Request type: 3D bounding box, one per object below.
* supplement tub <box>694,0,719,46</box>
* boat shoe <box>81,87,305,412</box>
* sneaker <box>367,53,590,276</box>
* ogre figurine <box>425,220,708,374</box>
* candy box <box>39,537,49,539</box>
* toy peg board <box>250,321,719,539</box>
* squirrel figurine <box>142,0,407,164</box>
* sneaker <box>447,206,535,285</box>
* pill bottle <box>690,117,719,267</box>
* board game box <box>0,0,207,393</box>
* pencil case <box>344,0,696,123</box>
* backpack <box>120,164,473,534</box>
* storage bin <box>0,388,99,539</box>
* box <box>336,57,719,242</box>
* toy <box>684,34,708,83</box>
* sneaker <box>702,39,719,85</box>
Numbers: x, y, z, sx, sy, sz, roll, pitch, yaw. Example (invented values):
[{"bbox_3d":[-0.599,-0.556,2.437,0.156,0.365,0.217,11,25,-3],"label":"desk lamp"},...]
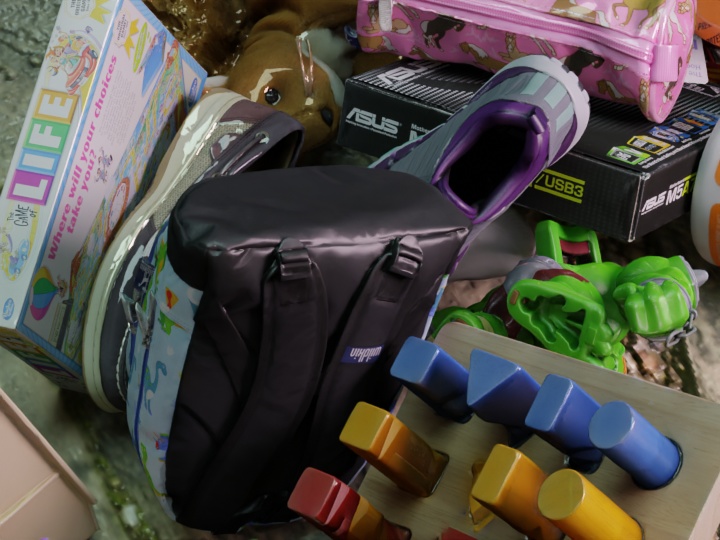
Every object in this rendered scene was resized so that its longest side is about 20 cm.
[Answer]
[{"bbox_3d":[0.260,-0.209,1.586,0.122,0.123,0.200,20,34,26],"label":"supplement tub"},{"bbox_3d":[-0.091,-0.010,1.501,0.064,0.072,0.201,11,64,30],"label":"boat shoe"},{"bbox_3d":[0.034,-0.035,1.436,0.074,0.200,0.088,43,27,0],"label":"sneaker"},{"bbox_3d":[0.104,0.025,1.445,0.120,0.200,0.099,-19,77,-54],"label":"ogre figurine"},{"bbox_3d":[-0.198,0.246,1.304,0.199,0.072,0.168,-26,47,-18],"label":"candy box"},{"bbox_3d":[0.052,0.119,1.288,0.199,0.098,0.200,17,74,43],"label":"toy peg board"},{"bbox_3d":[-0.052,-0.137,1.652,0.199,0.142,0.187,7,55,34],"label":"squirrel figurine"},{"bbox_3d":[0.000,0.000,1.536,0.199,0.075,0.089,3,54,22],"label":"sneaker"},{"bbox_3d":[0.291,-0.026,1.480,0.199,0.113,0.113,23,52,27],"label":"pill bottle"},{"bbox_3d":[-0.149,-0.045,1.491,0.034,0.134,0.201,11,75,20],"label":"board game box"},{"bbox_3d":[0.092,-0.142,1.517,0.199,0.083,0.087,15,51,17],"label":"pencil case"},{"bbox_3d":[-0.049,0.043,1.401,0.162,0.201,0.154,-7,29,-28],"label":"backpack"},{"bbox_3d":[-0.251,0.060,1.417,0.094,0.199,0.200,-41,51,-8],"label":"storage bin"},{"bbox_3d":[0.118,-0.085,1.554,0.192,0.048,0.200,22,25,26],"label":"box"},{"bbox_3d":[0.146,-0.207,1.609,0.114,0.047,0.201,3,55,-10],"label":"toy"},{"bbox_3d":[0.213,-0.149,1.661,0.077,0.073,0.200,-19,44,-43],"label":"sneaker"}]
